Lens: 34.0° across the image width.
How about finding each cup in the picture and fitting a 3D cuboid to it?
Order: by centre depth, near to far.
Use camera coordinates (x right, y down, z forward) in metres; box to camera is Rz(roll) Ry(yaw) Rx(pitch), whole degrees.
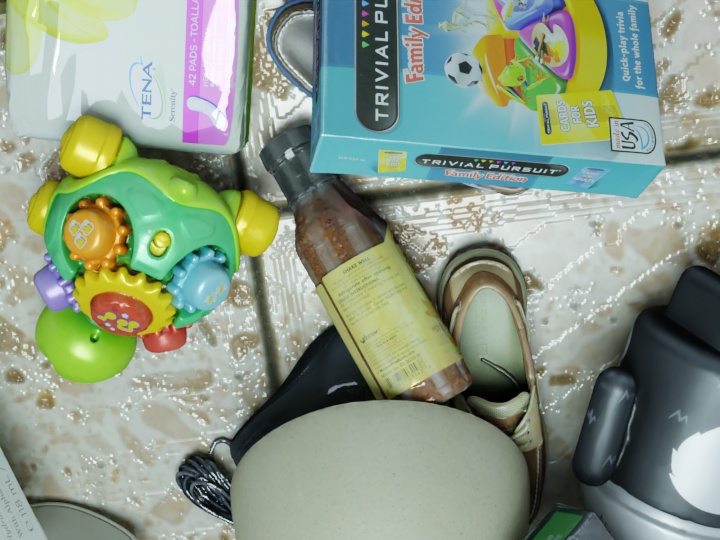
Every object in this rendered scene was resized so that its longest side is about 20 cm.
[{"bbox_3d":[0.015,0.198,0.733,0.198,0.144,0.201,-1,136,-1],"label":"cup"}]

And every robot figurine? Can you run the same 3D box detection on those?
[{"bbox_3d":[0.222,0.102,0.773,0.149,0.125,0.202,20,106,9],"label":"robot figurine"}]

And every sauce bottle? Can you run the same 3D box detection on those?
[{"bbox_3d":[0.000,0.000,0.760,0.066,0.066,0.201,-29,85,10],"label":"sauce bottle"}]

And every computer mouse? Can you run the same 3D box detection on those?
[{"bbox_3d":[-0.029,0.124,0.826,0.138,0.053,0.200,35,105,-8],"label":"computer mouse"}]

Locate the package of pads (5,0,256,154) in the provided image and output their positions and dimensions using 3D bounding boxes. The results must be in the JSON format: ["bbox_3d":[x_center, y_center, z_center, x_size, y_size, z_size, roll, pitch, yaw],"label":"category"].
[{"bbox_3d":[-0.142,-0.177,0.733,0.153,0.068,0.202,5,106,0],"label":"package of pads"}]

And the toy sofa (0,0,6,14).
[{"bbox_3d":[-0.300,-0.091,0.756,0.097,0.083,0.202,16,107,1],"label":"toy sofa"}]

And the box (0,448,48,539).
[{"bbox_3d":[-0.348,0.146,0.762,0.199,0.131,0.200,-28,88,17],"label":"box"}]

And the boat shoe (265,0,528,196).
[{"bbox_3d":[0.031,-0.112,0.743,0.199,0.072,0.073,26,106,-6],"label":"boat shoe"}]

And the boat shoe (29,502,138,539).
[{"bbox_3d":[-0.253,0.209,0.859,0.198,0.067,0.057,7,126,5],"label":"boat shoe"}]

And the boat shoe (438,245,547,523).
[{"bbox_3d":[0.088,0.087,0.800,0.075,0.074,0.202,-10,106,5],"label":"boat shoe"}]

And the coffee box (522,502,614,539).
[{"bbox_3d":[0.140,0.249,0.680,0.123,0.044,0.201,-41,106,-23],"label":"coffee box"}]

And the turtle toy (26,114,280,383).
[{"bbox_3d":[-0.149,0.002,0.753,0.145,0.102,0.200,24,141,-18],"label":"turtle toy"}]

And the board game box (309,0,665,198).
[{"bbox_3d":[0.072,-0.127,0.691,0.198,0.047,0.152,4,68,-10],"label":"board game box"}]
